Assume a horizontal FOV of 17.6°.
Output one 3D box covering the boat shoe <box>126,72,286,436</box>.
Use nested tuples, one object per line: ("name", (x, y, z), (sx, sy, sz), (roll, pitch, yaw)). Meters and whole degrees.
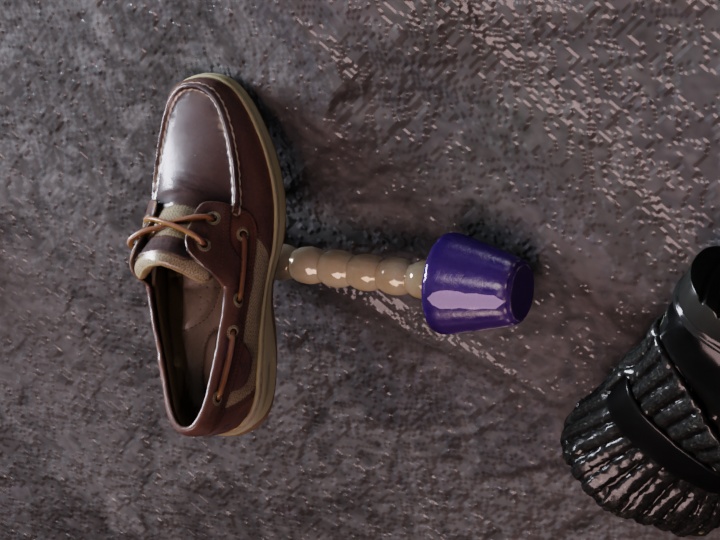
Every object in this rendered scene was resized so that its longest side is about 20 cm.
("boat shoe", (-0.088, -0.008, 1.263), (0.072, 0.072, 0.201), (0, 91, 28))

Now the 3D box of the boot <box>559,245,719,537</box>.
("boot", (0.220, 0.099, 1.216), (0.211, 0.079, 0.158), (39, 131, 12))

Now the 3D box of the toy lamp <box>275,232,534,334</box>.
("toy lamp", (0.000, 0.000, 1.289), (0.199, 0.058, 0.058), (9, 131, 28))
